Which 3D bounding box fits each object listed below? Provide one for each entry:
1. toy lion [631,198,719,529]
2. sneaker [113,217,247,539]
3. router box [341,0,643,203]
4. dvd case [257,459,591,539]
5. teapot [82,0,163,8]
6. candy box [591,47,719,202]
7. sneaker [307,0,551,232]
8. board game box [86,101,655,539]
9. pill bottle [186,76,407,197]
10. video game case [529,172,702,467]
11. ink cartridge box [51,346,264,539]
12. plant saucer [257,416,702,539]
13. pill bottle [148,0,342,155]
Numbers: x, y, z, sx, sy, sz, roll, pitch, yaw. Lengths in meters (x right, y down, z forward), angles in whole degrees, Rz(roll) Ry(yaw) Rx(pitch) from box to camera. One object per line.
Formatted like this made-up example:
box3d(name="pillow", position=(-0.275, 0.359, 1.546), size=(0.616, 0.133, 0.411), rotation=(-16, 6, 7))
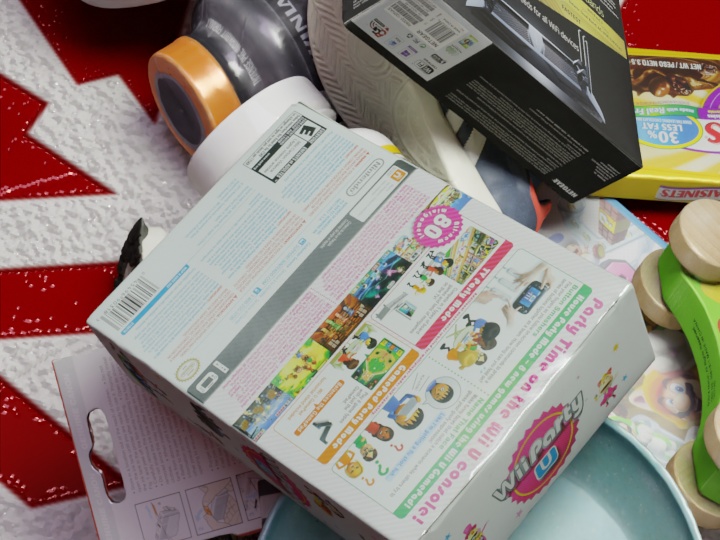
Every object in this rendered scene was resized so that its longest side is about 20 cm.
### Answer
box3d(name="toy lion", position=(0.253, 0.047, 1.017), size=(0.190, 0.069, 0.201), rotation=(9, 52, -16))
box3d(name="sneaker", position=(-0.071, 0.060, 0.992), size=(0.088, 0.077, 0.201), rotation=(-4, 62, -21))
box3d(name="router box", position=(0.070, -0.152, 1.007), size=(0.200, 0.052, 0.158), rotation=(34, 42, -39))
box3d(name="dvd case", position=(0.036, 0.175, 0.818), size=(0.147, 0.016, 0.202), rotation=(-10, 64, 6))
box3d(name="teapot", position=(-0.117, -0.254, 1.092), size=(0.199, 0.147, 0.197), rotation=(-35, 28, -24))
box3d(name="candy box", position=(0.229, -0.084, 1.123), size=(0.198, 0.026, 0.103), rotation=(3, 57, -8))
box3d(name="sneaker", position=(0.042, -0.095, 1.039), size=(0.084, 0.075, 0.201), rotation=(-36, 106, -40))
box3d(name="board game box", position=(0.003, 0.030, 0.812), size=(0.199, 0.064, 0.148), rotation=(32, 71, 35))
box3d(name="pill bottle", position=(0.000, 0.000, 0.987), size=(0.112, 0.113, 0.200), rotation=(-34, 78, -23))
box3d(name="video game case", position=(0.131, 0.032, 1.055), size=(0.143, 0.018, 0.200), rotation=(-39, 69, -24))
box3d(name="ink cartridge box", position=(-0.039, 0.066, 0.905), size=(0.198, 0.050, 0.110), rotation=(-16, 86, 9))
box3d(name="plant saucer", position=(0.050, 0.146, 0.800), size=(0.198, 0.036, 0.202), rotation=(-4, 65, 8))
box3d(name="pill bottle", position=(-0.026, -0.139, 1.092), size=(0.199, 0.107, 0.106), rotation=(-33, 67, -22))
